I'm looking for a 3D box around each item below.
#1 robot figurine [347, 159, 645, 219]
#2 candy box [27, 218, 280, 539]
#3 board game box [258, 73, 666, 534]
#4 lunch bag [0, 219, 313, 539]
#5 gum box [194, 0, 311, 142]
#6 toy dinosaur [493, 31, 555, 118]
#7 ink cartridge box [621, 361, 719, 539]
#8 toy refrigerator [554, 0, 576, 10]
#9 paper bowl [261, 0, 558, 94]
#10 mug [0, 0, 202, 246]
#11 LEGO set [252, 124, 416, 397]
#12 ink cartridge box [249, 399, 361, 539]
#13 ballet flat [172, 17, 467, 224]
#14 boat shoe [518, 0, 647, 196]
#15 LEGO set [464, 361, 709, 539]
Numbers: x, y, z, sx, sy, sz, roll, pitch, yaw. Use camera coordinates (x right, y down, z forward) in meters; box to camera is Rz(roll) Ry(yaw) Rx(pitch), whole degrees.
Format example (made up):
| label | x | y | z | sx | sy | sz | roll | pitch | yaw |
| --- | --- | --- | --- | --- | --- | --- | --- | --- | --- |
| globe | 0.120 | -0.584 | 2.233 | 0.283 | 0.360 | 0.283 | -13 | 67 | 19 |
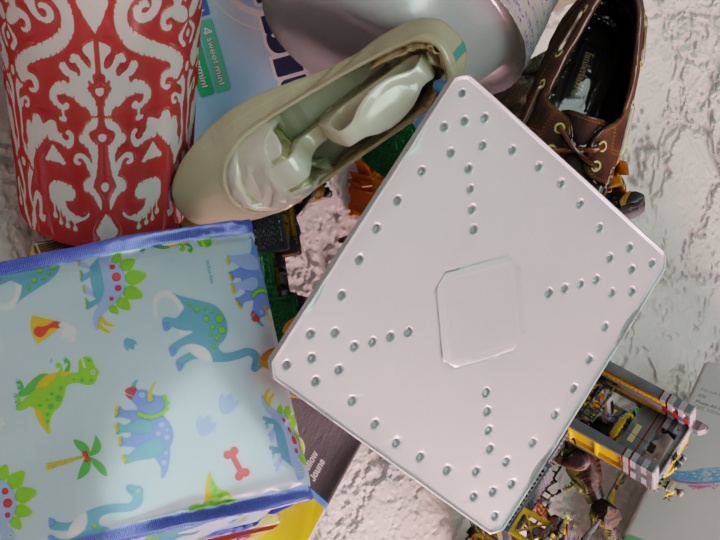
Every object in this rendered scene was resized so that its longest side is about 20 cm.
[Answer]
| label | x | y | z | sx | sy | sz | roll | pitch | yaw |
| --- | --- | --- | --- | --- | --- | --- | --- | --- | --- |
| robot figurine | 0.100 | -0.057 | 1.322 | 0.198 | 0.145 | 0.059 | -8 | 108 | -23 |
| candy box | -0.131 | 0.075 | 1.169 | 0.115 | 0.056 | 0.202 | -10 | 77 | -20 |
| board game box | 0.063 | 0.022 | 1.095 | 0.200 | 0.026 | 0.201 | 38 | 81 | -32 |
| lunch bag | -0.148 | 0.076 | 1.066 | 0.198 | 0.127 | 0.172 | -9 | 77 | -29 |
| gum box | -0.067 | -0.179 | 1.278 | 0.199 | 0.044 | 0.172 | -19 | 96 | -34 |
| toy dinosaur | 0.104 | -0.110 | 1.300 | 0.101 | 0.201 | 0.077 | -18 | 124 | 5 |
| ink cartridge box | 0.263 | 0.192 | 1.405 | 0.201 | 0.087 | 0.146 | -62 | 151 | -24 |
| toy refrigerator | 0.088 | -0.279 | 1.377 | 0.200 | 0.070 | 0.076 | 38 | 60 | -26 |
| paper bowl | 0.018 | -0.176 | 1.187 | 0.200 | 0.200 | 0.105 | 36 | 68 | -26 |
| mug | -0.147 | -0.136 | 1.144 | 0.178 | 0.132 | 0.202 | -56 | 153 | -56 |
| LEGO set | 0.000 | 0.000 | 1.198 | 0.116 | 0.152 | 0.202 | 18 | 54 | -75 |
| ink cartridge box | -0.110 | 0.121 | 1.225 | 0.200 | 0.047 | 0.199 | 42 | 65 | -26 |
| ballet flat | -0.025 | -0.080 | 1.101 | 0.199 | 0.070 | 0.070 | -33 | 107 | 9 |
| boat shoe | 0.129 | -0.086 | 1.167 | 0.070 | 0.070 | 0.202 | 18 | 73 | -8 |
| LEGO set | 0.165 | 0.159 | 1.324 | 0.200 | 0.115 | 0.154 | -49 | 154 | -28 |
